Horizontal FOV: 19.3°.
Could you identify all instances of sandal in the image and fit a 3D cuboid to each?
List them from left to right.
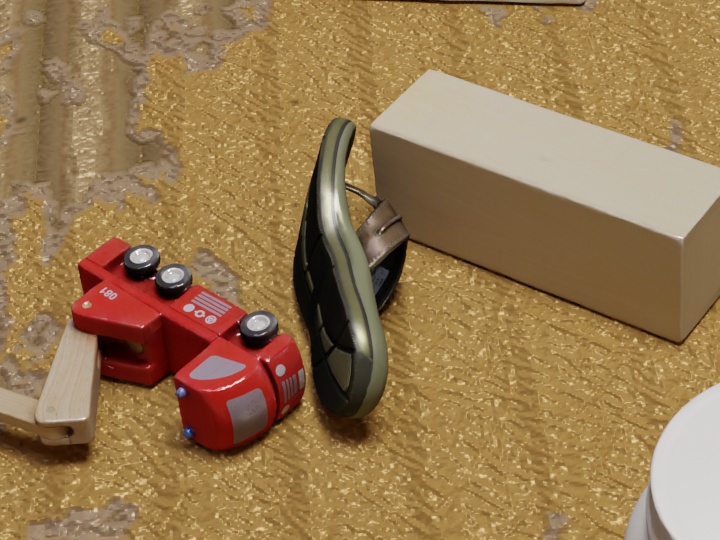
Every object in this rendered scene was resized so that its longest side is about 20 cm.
[{"bbox_3d":[0.000,0.001,1.157,0.057,0.080,0.202,4,46,-14],"label":"sandal"}]

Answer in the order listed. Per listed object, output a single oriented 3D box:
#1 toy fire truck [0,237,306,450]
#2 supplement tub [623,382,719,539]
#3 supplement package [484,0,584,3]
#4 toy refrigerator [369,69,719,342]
[{"bbox_3d":[-0.143,0.050,1.131,0.199,0.049,0.141,28,52,32],"label":"toy fire truck"},{"bbox_3d":[0.177,0.152,0.854,0.144,0.201,0.145,-4,41,4],"label":"supplement tub"},{"bbox_3d":[0.060,-0.300,1.384,0.190,0.201,0.147,4,42,11],"label":"supplement package"},{"bbox_3d":[0.107,-0.040,1.178,0.199,0.076,0.070,21,48,29],"label":"toy refrigerator"}]
